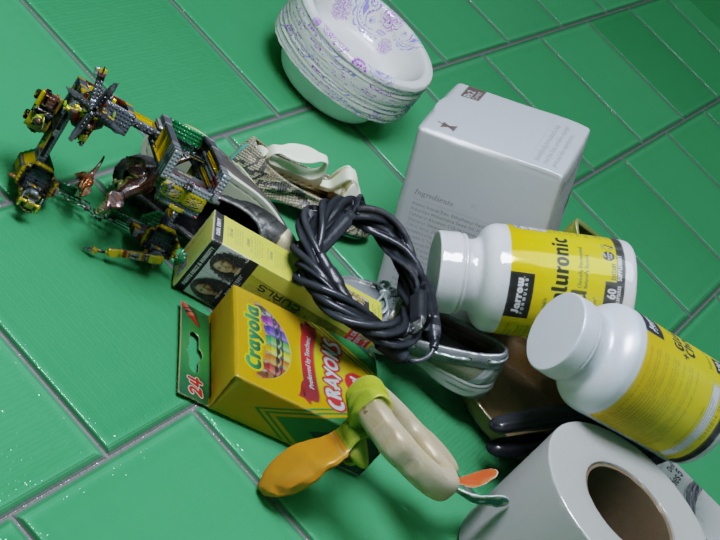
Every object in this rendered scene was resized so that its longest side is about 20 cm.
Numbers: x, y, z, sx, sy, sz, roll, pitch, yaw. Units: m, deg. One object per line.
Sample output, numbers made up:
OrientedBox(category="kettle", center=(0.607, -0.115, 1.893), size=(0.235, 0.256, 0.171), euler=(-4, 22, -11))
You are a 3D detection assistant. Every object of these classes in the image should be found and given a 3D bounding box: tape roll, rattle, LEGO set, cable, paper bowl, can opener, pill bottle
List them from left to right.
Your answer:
OrientedBox(category="LEGO set", center=(-0.211, -0.079, 1.413), size=(0.200, 0.154, 0.116), euler=(36, 11, -26))
OrientedBox(category="paper bowl", center=(-0.017, -0.261, 1.946), size=(0.200, 0.104, 0.201), euler=(31, 30, -21))
OrientedBox(category="cable", center=(0.000, 0.000, 1.535), size=(0.162, 0.051, 0.201), euler=(21, 38, -25))
OrientedBox(category="rattle", center=(0.029, 0.193, 1.405), size=(0.130, 0.143, 0.200), euler=(32, -7, 38))
OrientedBox(category="pill bottle", center=(0.169, 0.012, 1.595), size=(0.198, 0.112, 0.112), euler=(7, 37, -7))
OrientedBox(category="can opener", center=(0.221, 0.159, 1.605), size=(0.198, 0.064, 0.079), euler=(3, 16, -17))
OrientedBox(category="tape roll", center=(0.210, 0.263, 1.484), size=(0.202, 0.139, 0.203), euler=(31, 31, -21))
OrientedBox(category="pill bottle", center=(0.259, 0.100, 1.525), size=(0.199, 0.112, 0.112), euler=(29, 31, -27))

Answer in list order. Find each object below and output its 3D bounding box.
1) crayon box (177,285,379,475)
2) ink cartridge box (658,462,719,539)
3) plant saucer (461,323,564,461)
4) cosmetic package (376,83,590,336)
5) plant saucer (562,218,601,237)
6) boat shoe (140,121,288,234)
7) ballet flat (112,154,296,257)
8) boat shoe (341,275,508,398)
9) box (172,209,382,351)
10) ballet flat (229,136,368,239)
OrientedBox(category="crayon box", center=(-0.072, 0.095, 1.455), size=(0.199, 0.051, 0.127), euler=(26, 33, -26))
OrientedBox(category="ink cartridge box", center=(0.319, 0.284, 1.645), size=(0.200, 0.084, 0.145), euler=(45, 29, 6))
OrientedBox(category="plant saucer", center=(0.171, 0.142, 1.704), size=(0.199, 0.035, 0.201), euler=(30, 32, -21))
OrientedBox(category="cosmetic package", center=(0.135, -0.069, 1.730), size=(0.164, 0.201, 0.165), euler=(20, 28, 10))
OrientedBox(category="plant saucer", center=(0.251, 0.058, 1.757), size=(0.200, 0.048, 0.201), euler=(22, 61, -69))
OrientedBox(category="boat shoe", center=(-0.132, -0.072, 1.582), size=(0.201, 0.072, 0.061), euler=(47, 17, -7))
OrientedBox(category="ballet flat", center=(-0.150, -0.048, 1.525), size=(0.199, 0.067, 0.057), euler=(26, 11, -7))
OrientedBox(category="boat shoe", center=(0.055, 0.056, 1.616), size=(0.201, 0.065, 0.074), euler=(31, 42, 7))
OrientedBox(category="box", center=(-0.078, 0.024, 1.521), size=(0.199, 0.075, 0.050), euler=(30, 31, -23))
OrientedBox(category="ballet flat", center=(-0.051, -0.093, 1.708), size=(0.199, 0.075, 0.068), euler=(22, 33, -32))
